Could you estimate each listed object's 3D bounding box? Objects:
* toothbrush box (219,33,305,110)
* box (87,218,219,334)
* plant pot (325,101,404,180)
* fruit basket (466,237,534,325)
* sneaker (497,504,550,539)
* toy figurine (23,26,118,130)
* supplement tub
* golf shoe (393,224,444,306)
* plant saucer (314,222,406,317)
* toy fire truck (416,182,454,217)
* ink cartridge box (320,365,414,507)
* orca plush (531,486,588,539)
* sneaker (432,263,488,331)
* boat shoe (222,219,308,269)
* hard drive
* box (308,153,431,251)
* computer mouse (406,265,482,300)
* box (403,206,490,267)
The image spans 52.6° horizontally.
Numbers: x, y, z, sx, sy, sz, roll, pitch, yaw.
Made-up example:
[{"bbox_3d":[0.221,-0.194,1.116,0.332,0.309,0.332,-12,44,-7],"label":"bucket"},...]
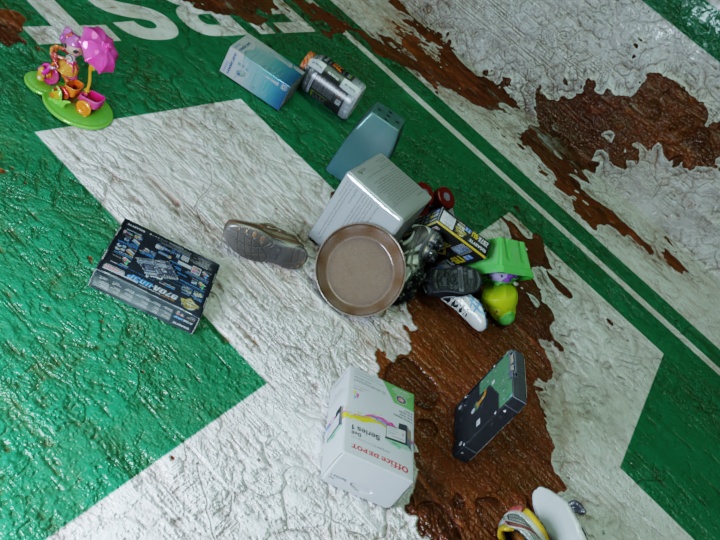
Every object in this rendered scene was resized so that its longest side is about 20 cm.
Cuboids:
[{"bbox_3d":[-0.274,-0.562,2.053,0.198,0.086,0.147,33,34,-7],"label":"toothbrush box"},{"bbox_3d":[-0.363,0.007,1.306,0.197,0.046,0.160,27,34,-15],"label":"box"},{"bbox_3d":[0.027,-0.334,1.948,0.140,0.201,0.142,33,32,-4],"label":"plant pot"},{"bbox_3d":[0.331,0.032,1.833,0.153,0.217,0.218,9,41,-35],"label":"fruit basket"},{"bbox_3d":[0.321,0.521,1.297,0.081,0.079,0.200,-16,50,-46],"label":"sneaker"},{"bbox_3d":[-0.583,-0.427,1.509,0.198,0.185,0.151,32,33,-4],"label":"toy figurine"},{"bbox_3d":[-0.092,-0.559,2.186,0.198,0.123,0.123,34,33,-4],"label":"supplement tub"},{"bbox_3d":[0.109,-0.015,1.685,0.093,0.202,0.078,30,-12,21],"label":"golf shoe"},{"bbox_3d":[0.000,0.000,1.568,0.200,0.201,0.037,40,-7,6],"label":"plant saucer"},{"bbox_3d":[0.179,-0.130,1.946,0.197,0.111,0.172,5,68,-38],"label":"toy fire truck"},{"bbox_3d":[0.017,0.289,1.279,0.143,0.084,0.202,26,35,-15],"label":"ink cartridge box"},{"bbox_3d":[0.405,0.504,1.388,0.199,0.106,0.071,31,-15,37],"label":"orca plush"},{"bbox_3d":[0.235,0.072,1.775,0.072,0.072,0.201,-25,66,-28],"label":"sneaker"},{"bbox_3d":[-0.202,-0.063,1.526,0.198,0.076,0.072,24,30,-35],"label":"boat shoe"},{"bbox_3d":[0.251,0.264,1.421,0.037,0.201,0.141,28,33,-10],"label":"hard drive"},{"bbox_3d":[0.025,-0.127,1.691,0.171,0.200,0.200,41,33,7],"label":"box"},{"bbox_3d":[0.187,0.006,1.744,0.195,0.046,0.143,-6,64,-1],"label":"computer mouse"},{"bbox_3d":[0.199,-0.070,1.778,0.158,0.199,0.050,33,67,-19],"label":"box"}]
